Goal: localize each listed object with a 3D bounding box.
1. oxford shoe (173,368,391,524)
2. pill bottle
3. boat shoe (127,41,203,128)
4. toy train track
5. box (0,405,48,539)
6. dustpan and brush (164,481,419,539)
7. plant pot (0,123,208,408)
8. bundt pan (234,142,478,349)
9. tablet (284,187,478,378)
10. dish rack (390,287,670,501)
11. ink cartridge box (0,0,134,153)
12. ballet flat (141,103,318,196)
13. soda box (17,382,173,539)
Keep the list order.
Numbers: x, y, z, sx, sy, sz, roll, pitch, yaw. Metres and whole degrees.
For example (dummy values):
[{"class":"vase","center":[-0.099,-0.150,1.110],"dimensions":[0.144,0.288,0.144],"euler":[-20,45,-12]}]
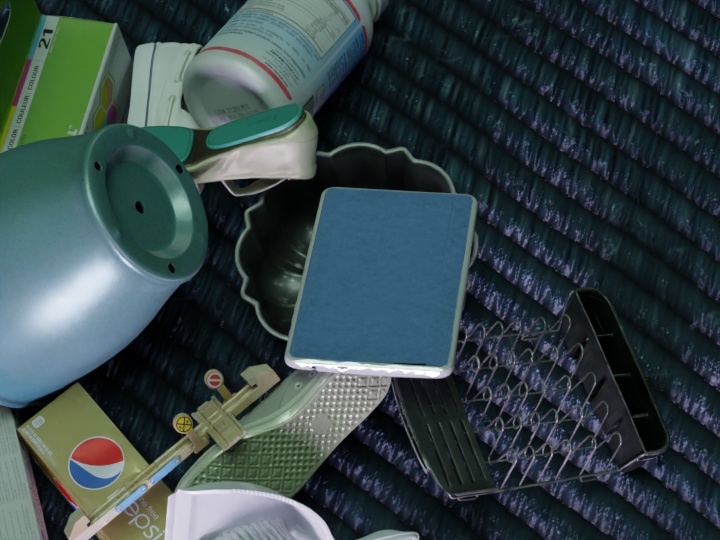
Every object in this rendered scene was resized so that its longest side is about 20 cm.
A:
[{"class":"oxford shoe","center":[-0.062,0.126,1.673],"dimensions":[0.200,0.075,0.058],"euler":[-41,30,-8]},{"class":"pill bottle","center":[-0.058,-0.195,1.869],"dimensions":[0.108,0.109,0.200],"euler":[24,51,19]},{"class":"boat shoe","center":[-0.162,-0.116,1.873],"dimensions":[0.065,0.074,0.201],"euler":[-7,62,8]},{"class":"toy train track","center":[-0.149,0.133,1.653],"dimensions":[0.200,0.115,0.033],"euler":[-40,108,-7]},{"class":"box","center":[-0.284,0.157,1.736],"dimensions":[0.041,0.039,0.201],"euler":[-20,48,-3]},{"class":"dustpan and brush","center":[-0.050,0.214,1.648],"dimensions":[0.199,0.141,0.057],"euler":[-12,31,-33]},{"class":"plant pot","center":[-0.229,-0.019,1.716],"dimensions":[0.187,0.200,0.201],"euler":[-28,55,32]},{"class":"bundt pan","center":[0.000,0.000,1.787],"dimensions":[0.200,0.076,0.203],"euler":[-3,61,5]},{"class":"tablet","center":[0.018,0.007,1.698],"dimensions":[0.129,0.014,0.201],"euler":[3,44,8]},{"class":"dish rack","center":[0.126,0.099,1.693],"dimensions":[0.199,0.055,0.154],"euler":[-6,58,-26]},{"class":"ink cartridge box","center":[-0.256,-0.153,1.832],"dimensions":[0.075,0.200,0.149],"euler":[8,63,11]},{"class":"ballet flat","center":[-0.126,-0.086,1.786],"dimensions":[0.199,0.070,0.070],"euler":[-7,60,19]},{"class":"soda box","center":[-0.183,0.186,1.713],"dimensions":[0.064,0.068,0.200],"euler":[-38,64,-14]}]
